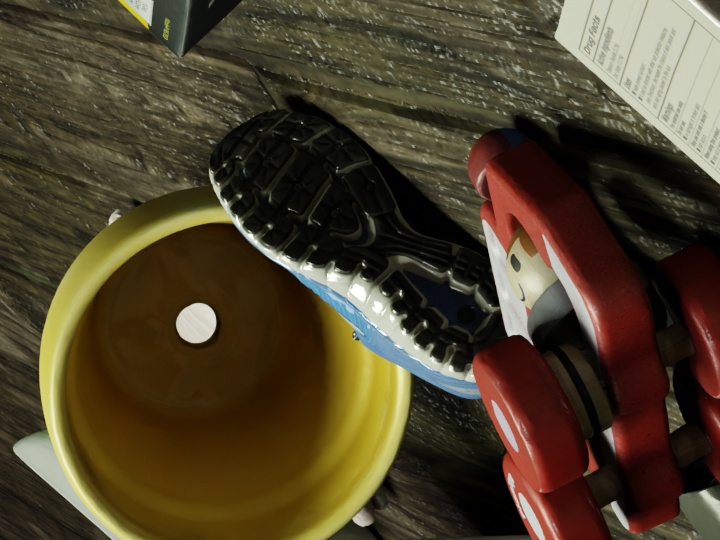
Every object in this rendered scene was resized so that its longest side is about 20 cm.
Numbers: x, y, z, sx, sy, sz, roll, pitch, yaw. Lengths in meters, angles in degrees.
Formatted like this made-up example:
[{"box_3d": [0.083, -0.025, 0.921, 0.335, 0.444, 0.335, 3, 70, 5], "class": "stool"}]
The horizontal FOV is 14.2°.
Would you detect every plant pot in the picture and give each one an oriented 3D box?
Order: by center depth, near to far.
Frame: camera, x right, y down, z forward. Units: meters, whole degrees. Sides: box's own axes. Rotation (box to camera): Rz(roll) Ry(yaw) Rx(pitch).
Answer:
[{"box_3d": [-0.083, 0.045, 1.611, 0.201, 0.201, 0.189, 51, 180, -15], "class": "plant pot"}]

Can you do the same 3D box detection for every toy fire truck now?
[{"box_3d": [0.094, 0.026, 1.263, 0.168, 0.112, 0.200, 58, 172, 36], "class": "toy fire truck"}]

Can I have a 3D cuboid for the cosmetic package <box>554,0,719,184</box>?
[{"box_3d": [0.163, -0.053, 0.933, 0.200, 0.073, 0.104, 44, 164, 11], "class": "cosmetic package"}]

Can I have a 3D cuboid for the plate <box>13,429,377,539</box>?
[{"box_3d": [-0.106, 0.149, 1.986, 0.200, 0.199, 0.032, 37, 118, 30], "class": "plate"}]

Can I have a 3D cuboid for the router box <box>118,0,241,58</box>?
[{"box_3d": [-0.114, -0.197, 1.326, 0.149, 0.051, 0.200, 43, 163, 7], "class": "router box"}]

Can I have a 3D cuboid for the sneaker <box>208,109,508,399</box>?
[{"box_3d": [0.000, 0.000, 1.464, 0.200, 0.079, 0.089, 42, 161, 16], "class": "sneaker"}]

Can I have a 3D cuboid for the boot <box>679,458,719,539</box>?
[{"box_3d": [0.209, 0.142, 1.290, 0.139, 0.077, 0.200, 54, 162, -9], "class": "boot"}]

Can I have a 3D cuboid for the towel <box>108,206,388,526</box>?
[{"box_3d": [-0.072, 0.063, 1.877, 0.200, 0.032, 0.191, 37, 162, 34], "class": "towel"}]

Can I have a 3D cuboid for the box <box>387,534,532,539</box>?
[{"box_3d": [0.017, 0.227, 1.690, 0.200, 0.198, 0.131, 141, 128, -74], "class": "box"}]
